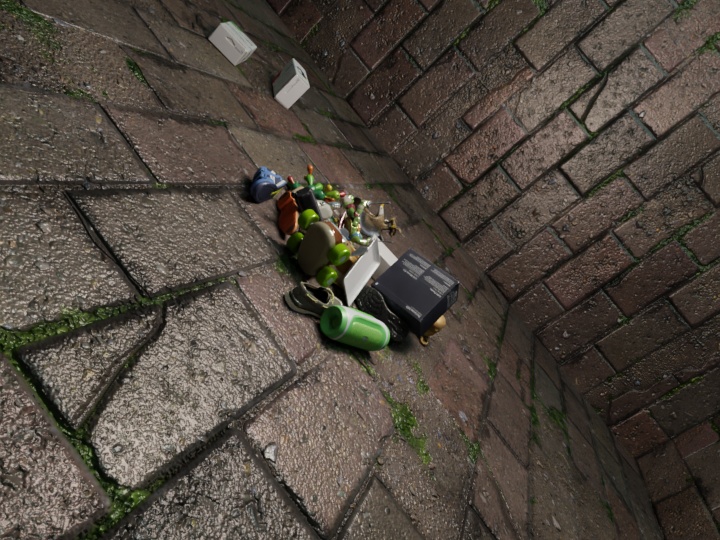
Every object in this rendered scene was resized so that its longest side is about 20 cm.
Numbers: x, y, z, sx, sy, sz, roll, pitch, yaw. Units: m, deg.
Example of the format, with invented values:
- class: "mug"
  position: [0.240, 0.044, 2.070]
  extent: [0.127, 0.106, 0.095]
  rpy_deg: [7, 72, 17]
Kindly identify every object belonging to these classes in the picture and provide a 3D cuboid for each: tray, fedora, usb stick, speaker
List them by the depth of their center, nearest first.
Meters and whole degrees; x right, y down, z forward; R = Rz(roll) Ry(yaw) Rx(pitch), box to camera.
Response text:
- class: "speaker"
  position: [-0.010, 0.148, 1.304]
  extent: [0.200, 0.088, 0.089]
  rpy_deg: [26, 31, -48]
- class: "usb stick"
  position: [-0.141, -0.164, 1.472]
  extent: [0.033, 0.055, 0.200]
  rpy_deg: [57, -8, 30]
- class: "tray"
  position: [0.000, 0.000, 1.485]
  extent: [0.200, 0.022, 0.108]
  rpy_deg: [-53, 147, -38]
- class: "fedora"
  position: [-0.058, -0.035, 1.525]
  extent: [0.200, 0.082, 0.201]
  rpy_deg: [42, 21, -20]

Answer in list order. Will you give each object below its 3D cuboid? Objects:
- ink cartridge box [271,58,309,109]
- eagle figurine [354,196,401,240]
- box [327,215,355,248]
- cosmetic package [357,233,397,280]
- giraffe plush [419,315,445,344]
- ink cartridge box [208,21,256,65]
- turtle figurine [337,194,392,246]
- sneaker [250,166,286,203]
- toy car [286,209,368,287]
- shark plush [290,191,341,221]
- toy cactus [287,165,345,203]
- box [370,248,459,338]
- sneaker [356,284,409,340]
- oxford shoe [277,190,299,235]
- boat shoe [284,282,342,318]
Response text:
- class: "ink cartridge box"
  position: [-0.311, -0.824, 2.282]
  extent: [0.083, 0.146, 0.201]
  rpy_deg: [37, 24, -36]
- class: "eagle figurine"
  position: [0.050, -0.200, 2.028]
  extent: [0.199, 0.152, 0.152]
  rpy_deg: [10, -10, -16]
- class: "box"
  position: [-0.097, -0.138, 1.688]
  extent: [0.200, 0.038, 0.137]
  rpy_deg: [42, 22, -21]
- class: "cosmetic package"
  position: [0.078, -0.014, 1.776]
  extent: [0.200, 0.085, 0.108]
  rpy_deg: [47, 23, -12]
- class: "giraffe plush"
  position: [0.212, 0.153, 1.717]
  extent: [0.163, 0.172, 0.200]
  rpy_deg: [56, -16, -13]
- class: "ink cartridge box"
  position: [-0.521, -0.932, 2.117]
  extent: [0.147, 0.083, 0.200]
  rpy_deg: [43, 20, -19]
- class: "turtle figurine"
  position: [0.009, -0.159, 1.663]
  extent: [0.144, 0.199, 0.194]
  rpy_deg: [52, 5, -42]
- class: "sneaker"
  position: [-0.276, -0.246, 1.461]
  extent: [0.082, 0.074, 0.200]
  rpy_deg: [46, 13, -5]
- class: "toy car"
  position: [-0.067, -0.071, 1.403]
  extent: [0.199, 0.158, 0.164]
  rpy_deg: [-17, 57, -49]
- class: "shark plush"
  position: [-0.148, -0.185, 1.546]
  extent: [0.083, 0.091, 0.199]
  rpy_deg: [37, 20, 31]
- class: "toy cactus"
  position: [-0.162, -0.255, 1.625]
  extent: [0.199, 0.103, 0.165]
  rpy_deg: [27, 32, 19]
- class: "box"
  position: [0.164, 0.066, 1.571]
  extent: [0.200, 0.182, 0.104]
  rpy_deg: [38, -24, 28]
- class: "sneaker"
  position: [0.059, 0.131, 1.536]
  extent: [0.200, 0.076, 0.088]
  rpy_deg: [49, -4, 6]
- class: "oxford shoe"
  position: [-0.190, -0.155, 1.483]
  extent: [0.073, 0.071, 0.201]
  rpy_deg: [42, 21, -34]
- class: "boat shoe"
  position: [-0.100, 0.074, 1.280]
  extent: [0.201, 0.060, 0.072]
  rpy_deg: [19, 36, -54]
